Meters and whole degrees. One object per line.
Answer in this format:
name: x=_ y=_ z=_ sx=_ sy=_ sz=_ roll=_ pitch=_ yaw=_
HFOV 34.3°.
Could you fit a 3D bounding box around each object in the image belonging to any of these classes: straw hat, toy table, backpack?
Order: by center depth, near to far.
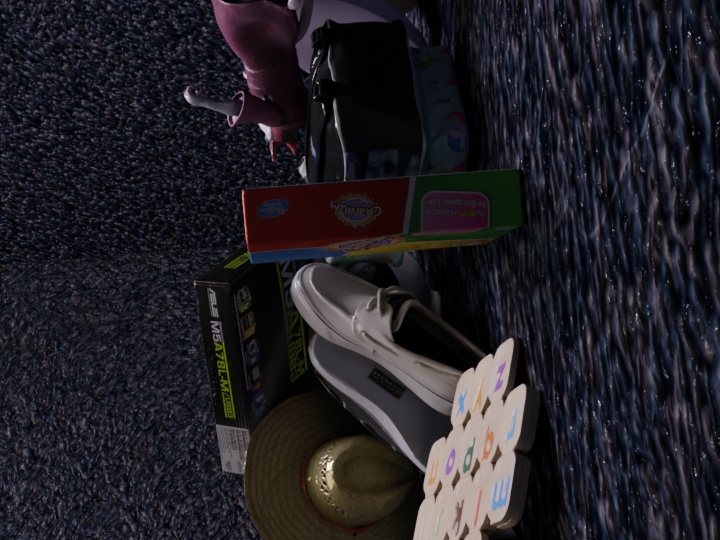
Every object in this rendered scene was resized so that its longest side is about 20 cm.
backpack: x=0.016 y=-0.105 z=1.048 sx=0.201 sy=0.149 sz=0.179 roll=104 pitch=165 yaw=-45
straw hat: x=-0.001 y=0.192 z=1.071 sx=0.085 sy=0.199 sz=0.203 roll=-31 pitch=59 yaw=51
toy table: x=-0.009 y=-0.270 z=1.170 sx=0.200 sy=0.182 sz=0.119 roll=35 pitch=-128 yaw=-52

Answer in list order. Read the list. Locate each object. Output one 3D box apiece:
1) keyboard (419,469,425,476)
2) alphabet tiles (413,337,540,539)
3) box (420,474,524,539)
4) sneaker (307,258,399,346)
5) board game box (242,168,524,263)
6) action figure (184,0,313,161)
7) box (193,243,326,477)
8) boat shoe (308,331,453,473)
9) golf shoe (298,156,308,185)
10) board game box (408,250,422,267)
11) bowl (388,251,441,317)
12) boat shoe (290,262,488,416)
keyboard: x=0.056 y=0.128 z=1.141 sx=0.126 sy=0.021 sz=0.202 roll=26 pitch=133 yaw=34
alphabet tiles: x=0.084 y=0.158 z=0.882 sx=0.200 sy=0.014 sz=0.198 roll=129 pitch=156 yaw=-63
box: x=0.096 y=0.256 z=0.985 sx=0.200 sy=0.059 sz=0.118 roll=-122 pitch=28 yaw=-81
sneaker: x=0.000 y=0.000 z=1.138 sx=0.074 sy=0.080 sz=0.202 roll=30 pitch=-129 yaw=-49
board game box: x=0.011 y=-0.039 z=0.888 sx=0.153 sy=0.197 sz=0.041 roll=131 pitch=134 yaw=-84
action figure: x=-0.076 y=-0.194 z=1.063 sx=0.134 sy=0.147 sz=0.202 roll=-62 pitch=-35 yaw=-48
box: x=-0.084 y=0.069 z=1.144 sx=0.193 sy=0.047 sz=0.202 roll=-37 pitch=-54 yaw=-56
boat shoe: x=0.032 y=0.128 z=1.048 sx=0.070 sy=0.199 sz=0.066 roll=-51 pitch=-10 yaw=-22
golf shoe: x=-0.041 y=-0.052 z=1.276 sx=0.078 sy=0.093 sz=0.201 roll=-82 pitch=5 yaw=-48
board game box: x=0.048 y=-0.052 z=1.463 sx=0.136 sy=0.028 sz=0.202 roll=91 pitch=173 yaw=-56
bowl: x=0.034 y=0.064 z=1.260 sx=0.201 sy=0.089 sz=0.204 roll=-172 pitch=90 yaw=-83
boat shoe: x=0.028 y=0.047 z=1.011 sx=0.199 sy=0.072 sz=0.066 roll=38 pitch=140 yaw=15
